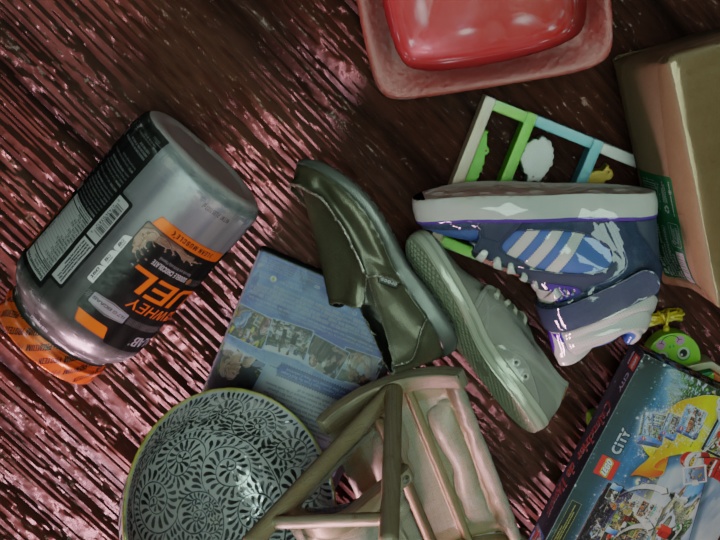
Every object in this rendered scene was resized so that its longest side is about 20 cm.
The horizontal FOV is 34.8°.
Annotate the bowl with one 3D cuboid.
[{"bbox_3d":[-0.124,0.202,0.935,0.199,0.094,0.203,12,70,-37],"label":"bowl"}]

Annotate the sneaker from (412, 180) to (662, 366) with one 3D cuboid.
[{"bbox_3d":[0.139,0.008,0.910,0.197,0.081,0.148,0,103,0],"label":"sneaker"}]

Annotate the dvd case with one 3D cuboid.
[{"bbox_3d":[-0.057,0.097,0.988,0.141,0.018,0.202,22,100,-7],"label":"dvd case"}]

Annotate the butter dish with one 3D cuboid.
[{"bbox_3d":[0.085,-0.230,0.844,0.197,0.148,0.203,-8,104,8],"label":"butter dish"}]

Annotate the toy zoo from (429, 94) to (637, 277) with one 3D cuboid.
[{"bbox_3d":[0.170,-0.050,0.962,0.198,0.020,0.133,21,101,-7],"label":"toy zoo"}]

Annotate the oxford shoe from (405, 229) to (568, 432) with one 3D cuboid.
[{"bbox_3d":[0.106,0.044,0.959,0.058,0.075,0.201,-39,101,-13],"label":"oxford shoe"}]

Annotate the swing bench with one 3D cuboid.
[{"bbox_3d":[0.032,0.217,0.924,0.128,0.200,0.201,-8,119,28],"label":"swing bench"}]

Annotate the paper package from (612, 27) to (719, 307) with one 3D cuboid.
[{"bbox_3d":[0.317,-0.098,0.906,0.188,0.103,0.202,-18,103,-6],"label":"paper package"}]

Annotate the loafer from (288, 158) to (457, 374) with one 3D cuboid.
[{"bbox_3d":[0.000,0.000,0.928,0.069,0.075,0.201,-37,94,-11],"label":"loafer"}]

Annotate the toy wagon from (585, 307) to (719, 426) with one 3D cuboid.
[{"bbox_3d":[0.276,0.134,0.998,0.153,0.040,0.203,-11,103,0],"label":"toy wagon"}]

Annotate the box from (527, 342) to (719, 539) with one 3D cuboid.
[{"bbox_3d":[0.246,0.179,0.968,0.135,0.038,0.202,25,100,-7],"label":"box"}]

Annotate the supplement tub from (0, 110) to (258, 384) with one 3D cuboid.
[{"bbox_3d":[-0.185,-0.015,0.905,0.122,0.123,0.200,41,99,-10],"label":"supplement tub"}]
